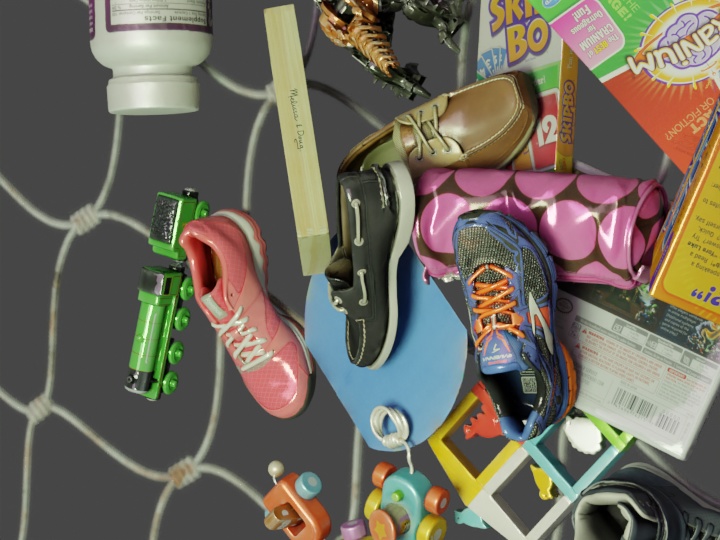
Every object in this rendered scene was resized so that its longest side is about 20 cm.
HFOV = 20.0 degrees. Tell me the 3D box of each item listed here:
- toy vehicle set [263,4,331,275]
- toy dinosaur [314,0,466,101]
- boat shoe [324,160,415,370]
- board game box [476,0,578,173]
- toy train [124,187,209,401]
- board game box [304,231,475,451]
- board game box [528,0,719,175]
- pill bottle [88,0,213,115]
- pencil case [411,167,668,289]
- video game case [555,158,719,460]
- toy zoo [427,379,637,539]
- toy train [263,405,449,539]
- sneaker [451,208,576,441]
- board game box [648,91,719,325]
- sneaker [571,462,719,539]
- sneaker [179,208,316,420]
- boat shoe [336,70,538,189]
[{"bbox_3d":[-0.052,-0.108,1.734,0.026,0.124,0.202,-9,76,-2],"label":"toy vehicle set"},{"bbox_3d":[0.007,-0.205,1.701,0.102,0.135,0.201,-44,29,38],"label":"toy dinosaur"},{"bbox_3d":[0.000,0.000,1.667,0.074,0.060,0.201,-115,25,-44],"label":"boat shoe"},{"bbox_3d":[0.138,-0.182,1.683,0.095,0.030,0.202,7,93,46],"label":"board game box"},{"bbox_3d":[-0.179,0.023,1.862,0.041,0.056,0.202,15,99,28],"label":"toy train"},{"bbox_3d":[0.030,0.054,1.749,0.201,0.039,0.158,57,129,29],"label":"board game box"},{"bbox_3d":[0.250,-0.190,1.577,0.153,0.040,0.200,-40,99,24],"label":"board game box"},{"bbox_3d":[-0.188,-0.242,1.827,0.111,0.112,0.202,-1,91,29],"label":"pill bottle"},{"bbox_3d":[0.142,-0.031,1.629,0.198,0.091,0.095,2,73,24],"label":"pencil case"},{"bbox_3d":[0.213,0.028,1.646,0.199,0.023,0.183,26,94,26],"label":"video game case"},{"bbox_3d":[0.142,0.140,1.706,0.131,0.020,0.200,48,111,19],"label":"toy zoo"},{"bbox_3d":[-0.013,0.207,1.749,0.151,0.055,0.200,55,134,6],"label":"toy train"},{"bbox_3d":[0.118,0.045,1.588,0.075,0.079,0.201,-10,113,28],"label":"sneaker"},{"bbox_3d":[0.336,-0.052,1.459,0.199,0.200,0.201,23,103,4],"label":"board game box"},{"bbox_3d":[0.257,0.220,1.577,0.201,0.146,0.078,26,102,24],"label":"sneaker"},{"bbox_3d":[-0.110,0.043,1.807,0.073,0.087,0.201,-30,78,27],"label":"sneaker"},{"bbox_3d":[0.060,-0.103,1.692,0.199,0.073,0.076,-31,69,40],"label":"boat shoe"}]
